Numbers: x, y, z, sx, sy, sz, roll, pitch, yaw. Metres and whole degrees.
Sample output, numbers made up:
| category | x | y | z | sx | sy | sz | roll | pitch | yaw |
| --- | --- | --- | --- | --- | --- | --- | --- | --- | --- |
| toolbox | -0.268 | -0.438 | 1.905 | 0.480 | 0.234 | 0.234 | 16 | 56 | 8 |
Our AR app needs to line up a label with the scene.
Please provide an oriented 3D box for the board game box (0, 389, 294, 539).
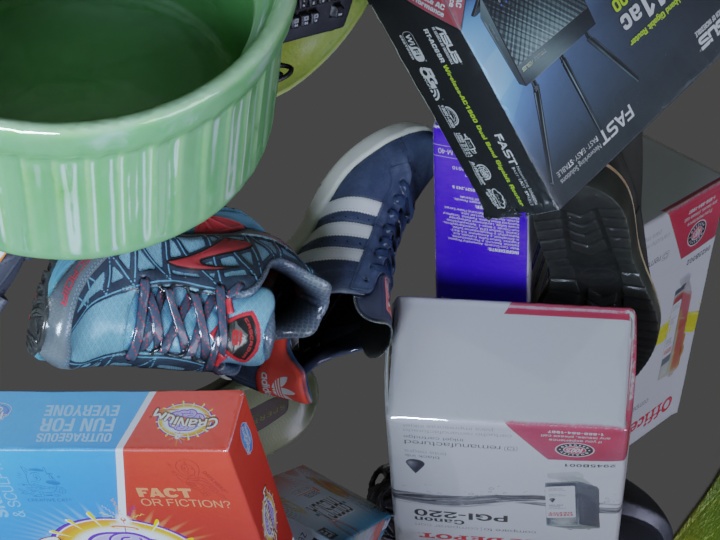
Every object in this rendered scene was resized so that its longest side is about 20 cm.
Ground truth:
| category | x | y | z | sx | sy | sz | roll | pitch | yaw |
| --- | --- | --- | --- | --- | --- | --- | --- | --- | --- |
| board game box | -0.114 | 0.141 | 1.439 | 0.200 | 0.153 | 0.040 | 73 | 22 | -45 |

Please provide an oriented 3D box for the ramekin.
| category | x | y | z | sx | sy | sz | roll | pitch | yaw |
| --- | --- | --- | --- | --- | --- | --- | --- | --- | --- |
| ramekin | -0.126 | -0.099 | 1.195 | 0.200 | 0.200 | 0.098 | -42 | 152 | -31 |

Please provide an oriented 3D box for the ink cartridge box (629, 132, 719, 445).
| category | x | y | z | sx | sy | sz | roll | pitch | yaw |
| --- | --- | --- | --- | --- | --- | --- | --- | --- | --- |
| ink cartridge box | 0.162 | 0.028 | 1.859 | 0.145 | 0.083 | 0.200 | -29 | 137 | -43 |

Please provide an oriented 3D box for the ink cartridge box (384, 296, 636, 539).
| category | x | y | z | sx | sy | sz | roll | pitch | yaw |
| --- | --- | --- | --- | --- | --- | --- | --- | --- | --- |
| ink cartridge box | 0.090 | 0.098 | 1.656 | 0.200 | 0.145 | 0.085 | 84 | 10 | -64 |

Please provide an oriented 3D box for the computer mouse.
| category | x | y | z | sx | sy | sz | roll | pitch | yaw |
| --- | --- | --- | --- | --- | --- | --- | --- | --- | --- |
| computer mouse | 0.107 | 0.162 | 1.821 | 0.139 | 0.199 | 0.053 | 79 | 12 | -48 |

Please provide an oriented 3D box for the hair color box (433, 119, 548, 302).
| category | x | y | z | sx | sy | sz | roll | pitch | yaw |
| --- | --- | --- | --- | --- | --- | --- | --- | --- | --- |
| hair color box | 0.084 | -0.044 | 1.659 | 0.109 | 0.065 | 0.200 | -70 | 163 | -44 |

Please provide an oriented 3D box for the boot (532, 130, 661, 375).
| category | x | y | z | sx | sy | sz | roll | pitch | yaw |
| --- | --- | --- | --- | --- | --- | --- | --- | --- | --- |
| boot | 0.152 | -0.037 | 1.666 | 0.200 | 0.077 | 0.139 | 86 | 14 | -52 |

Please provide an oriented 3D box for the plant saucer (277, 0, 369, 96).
| category | x | y | z | sx | sy | sz | roll | pitch | yaw |
| --- | --- | --- | --- | --- | --- | --- | --- | --- | --- |
| plant saucer | -0.045 | -0.182 | 1.413 | 0.200 | 0.031 | 0.200 | -39 | 143 | -36 |

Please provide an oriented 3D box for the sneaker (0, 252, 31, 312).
| category | x | y | z | sx | sy | sz | roll | pitch | yaw |
| --- | --- | --- | --- | --- | --- | --- | --- | --- | --- |
| sneaker | -0.195 | -0.012 | 1.273 | 0.200 | 0.078 | 0.079 | -40 | 141 | -15 |

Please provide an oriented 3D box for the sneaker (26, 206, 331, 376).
| category | x | y | z | sx | sy | sz | roll | pitch | yaw |
| --- | --- | --- | --- | --- | --- | --- | --- | --- | --- |
| sneaker | -0.089 | 0.014 | 1.441 | 0.200 | 0.095 | 0.079 | -18 | 128 | -51 |

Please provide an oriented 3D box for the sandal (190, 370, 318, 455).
| category | x | y | z | sx | sy | sz | roll | pitch | yaw |
| --- | --- | --- | --- | --- | --- | --- | --- | --- | --- |
| sandal | -0.088 | 0.109 | 1.558 | 0.201 | 0.057 | 0.080 | -33 | 139 | -36 |

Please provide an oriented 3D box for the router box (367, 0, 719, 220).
| category | x | y | z | sx | sy | sz | roll | pitch | yaw |
| --- | --- | --- | --- | --- | --- | --- | --- | --- | --- |
| router box | 0.114 | -0.145 | 1.527 | 0.200 | 0.062 | 0.150 | -43 | 113 | -32 |

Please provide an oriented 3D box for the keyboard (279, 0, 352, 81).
| category | x | y | z | sx | sy | sz | roll | pitch | yaw |
| --- | --- | --- | --- | --- | --- | --- | --- | --- | --- |
| keyboard | -0.057 | -0.125 | 1.372 | 0.200 | 0.040 | 0.104 | -20 | 130 | -48 |

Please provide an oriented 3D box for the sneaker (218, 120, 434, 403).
| category | x | y | z | sx | sy | sz | roll | pitch | yaw |
| --- | --- | --- | --- | --- | --- | --- | --- | --- | --- |
| sneaker | 0.000 | 0.000 | 1.580 | 0.200 | 0.084 | 0.075 | -50 | 148 | -21 |

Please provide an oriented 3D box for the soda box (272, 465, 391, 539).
| category | x | y | z | sx | sy | sz | roll | pitch | yaw |
| --- | --- | --- | --- | --- | --- | --- | --- | --- | --- |
| soda box | -0.038 | 0.163 | 1.609 | 0.064 | 0.068 | 0.200 | -63 | 171 | 5 |
